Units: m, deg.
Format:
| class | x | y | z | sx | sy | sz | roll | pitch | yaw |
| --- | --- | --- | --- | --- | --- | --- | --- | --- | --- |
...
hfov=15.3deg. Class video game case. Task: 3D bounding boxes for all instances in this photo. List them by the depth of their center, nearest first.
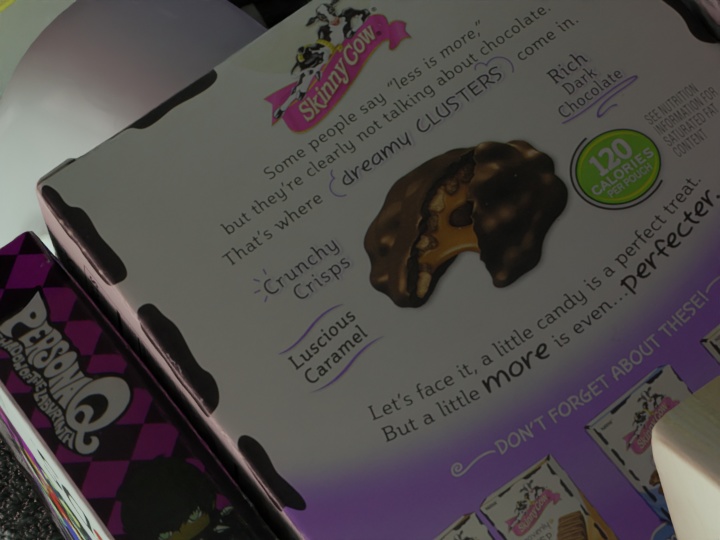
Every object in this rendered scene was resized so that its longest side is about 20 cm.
| class | x | y | z | sx | sy | sz | roll | pitch | yaw |
| --- | --- | --- | --- | --- | --- | --- | --- | --- | --- |
| video game case | -0.035 | 0.105 | 0.731 | 0.182 | 0.036 | 0.200 | 51 | 168 | 25 |

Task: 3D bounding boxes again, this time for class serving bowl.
| class | x | y | z | sx | sy | sz | roll | pitch | yaw |
| --- | --- | --- | --- | --- | --- | --- | --- | --- | --- |
| serving bowl | -0.056 | 0.011 | 0.845 | 0.200 | 0.066 | 0.201 | 38 | 146 | 31 |

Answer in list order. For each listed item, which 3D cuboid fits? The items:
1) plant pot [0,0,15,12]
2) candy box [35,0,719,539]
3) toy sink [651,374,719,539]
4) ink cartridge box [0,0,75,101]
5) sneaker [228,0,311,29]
| class | x | y | z | sx | sy | sz | roll | pitch | yaw |
| --- | --- | --- | --- | --- | --- | --- | --- | --- | --- |
| plant pot | -0.189 | -0.189 | 0.986 | 0.201 | 0.200 | 0.189 | 58 | -177 | -16 |
| candy box | 0.041 | 0.017 | 0.692 | 0.200 | 0.167 | 0.072 | 51 | 166 | 18 |
| toy sink | 0.165 | 0.106 | 0.604 | 0.130 | 0.112 | 0.201 | 38 | 155 | 51 |
| ink cartridge box | -0.144 | -0.110 | 1.088 | 0.200 | 0.145 | 0.084 | 33 | 155 | 58 |
| sneaker | -0.035 | -0.073 | 0.935 | 0.200 | 0.076 | 0.089 | 63 | -165 | -59 |
